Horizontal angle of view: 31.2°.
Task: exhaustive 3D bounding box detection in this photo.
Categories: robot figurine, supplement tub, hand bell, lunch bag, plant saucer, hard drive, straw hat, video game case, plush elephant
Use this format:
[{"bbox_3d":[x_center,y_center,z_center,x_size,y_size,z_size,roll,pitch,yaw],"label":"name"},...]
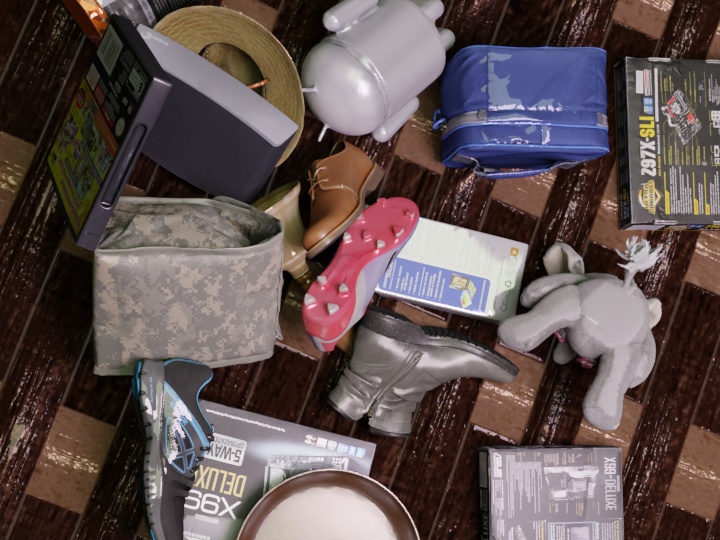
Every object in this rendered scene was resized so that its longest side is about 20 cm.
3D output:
[{"bbox_3d":[0.014,-0.226,1.424,0.200,0.113,0.170,-41,124,-24],"label":"robot figurine"},{"bbox_3d":[-0.223,-0.331,1.396,0.200,0.123,0.123,-38,91,-13],"label":"supplement tub"},{"bbox_3d":[-0.059,0.013,1.419,0.104,0.104,0.200,-35,104,-12],"label":"hand bell"},{"bbox_3d":[0.175,-0.171,1.444,0.199,0.136,0.133,-2,84,-11],"label":"lunch bag"},{"bbox_3d":[-0.177,0.014,1.339,0.199,0.118,0.165,1,125,-10],"label":"lunch bag"},{"bbox_3d":[-0.035,0.306,1.340,0.199,0.032,0.201,1,85,-11],"label":"plant saucer"},{"bbox_3d":[-0.180,-0.159,1.383,0.200,0.135,0.042,33,38,-5],"label":"hard drive"},{"bbox_3d":[-0.136,-0.213,1.411,0.201,0.201,0.085,34,40,-5],"label":"straw hat"},{"bbox_3d":[-0.254,-0.142,1.284,0.025,0.200,0.181,19,109,-30],"label":"video game case"},{"bbox_3d":[0.256,0.053,1.436,0.164,0.155,0.200,35,86,4],"label":"plush elephant"}]

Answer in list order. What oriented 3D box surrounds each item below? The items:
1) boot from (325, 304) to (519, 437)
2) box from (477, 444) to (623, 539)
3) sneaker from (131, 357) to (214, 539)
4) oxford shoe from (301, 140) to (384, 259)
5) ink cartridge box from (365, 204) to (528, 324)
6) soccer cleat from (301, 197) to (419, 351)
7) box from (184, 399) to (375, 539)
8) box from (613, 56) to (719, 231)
[{"bbox_3d":[0.067,0.126,1.437,0.199,0.068,0.131,18,96,-14],"label":"boot"},{"bbox_3d":[0.213,0.296,1.442,0.157,0.050,0.201,0,84,-11],"label":"box"},{"bbox_3d":[-0.184,0.188,1.304,0.082,0.073,0.201,-2,91,-17],"label":"sneaker"},{"bbox_3d":[-0.035,-0.078,1.381,0.071,0.200,0.071,-37,106,28],"label":"oxford shoe"},{"bbox_3d":[0.086,-0.006,1.461,0.199,0.037,0.095,14,81,-11],"label":"ink cartridge box"},{"bbox_3d":[0.000,0.000,1.397,0.066,0.077,0.200,23,55,19],"label":"soccer cleat"},{"bbox_3d":[-0.099,0.238,1.383,0.199,0.050,0.158,16,82,-9],"label":"box"},{"bbox_3d":[0.383,-0.149,1.526,0.159,0.049,0.201,-1,84,-8],"label":"box"}]
